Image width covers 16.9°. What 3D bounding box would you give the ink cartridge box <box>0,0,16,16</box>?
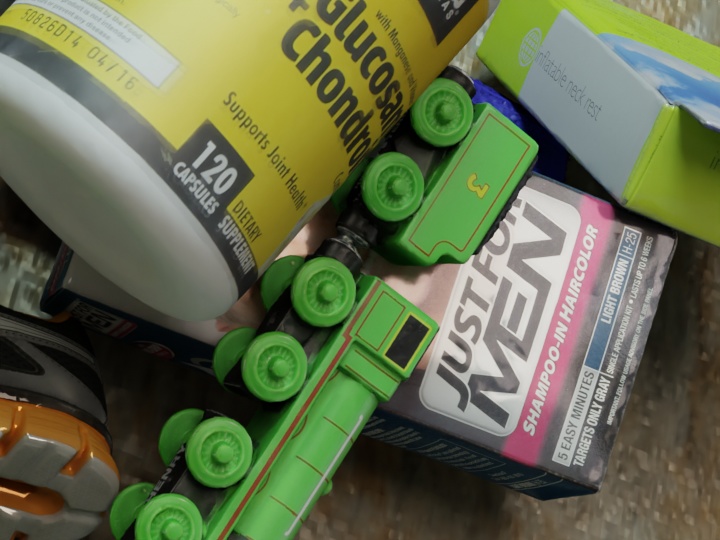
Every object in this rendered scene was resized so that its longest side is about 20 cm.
[{"bbox_3d":[-0.206,-0.132,0.803,0.200,0.145,0.145,43,53,3],"label":"ink cartridge box"}]

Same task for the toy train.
[{"bbox_3d":[-0.010,0.024,0.787,0.056,0.042,0.201,37,78,-19],"label":"toy train"}]

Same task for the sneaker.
[{"bbox_3d":[-0.173,0.029,0.780,0.199,0.078,0.078,20,42,-20],"label":"sneaker"}]

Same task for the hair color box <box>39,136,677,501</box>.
[{"bbox_3d":[0.000,0.000,0.843,0.199,0.061,0.101,21,78,-11],"label":"hair color box"}]

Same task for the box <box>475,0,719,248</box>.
[{"bbox_3d":[0.131,-0.050,0.914,0.121,0.048,0.200,20,16,-22],"label":"box"}]

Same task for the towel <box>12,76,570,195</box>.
[{"bbox_3d":[-0.021,-0.045,0.908,0.199,0.050,0.148,27,53,-11],"label":"towel"}]

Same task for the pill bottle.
[{"bbox_3d":[-0.024,-0.090,0.759,0.112,0.112,0.200,41,75,0],"label":"pill bottle"}]
